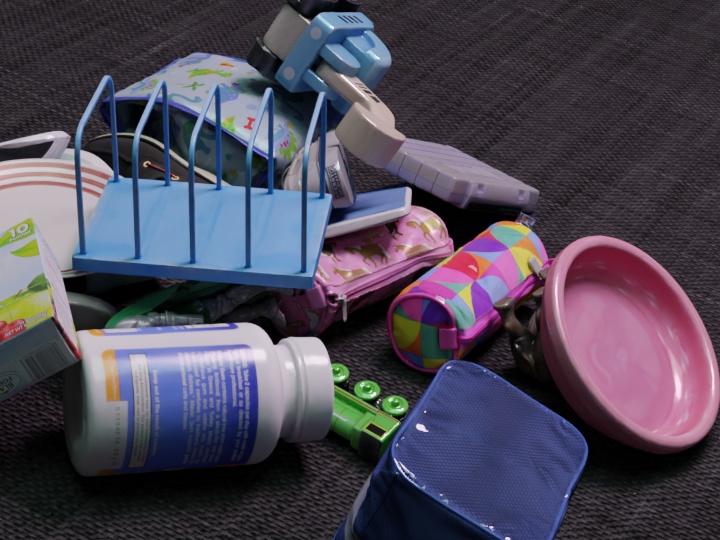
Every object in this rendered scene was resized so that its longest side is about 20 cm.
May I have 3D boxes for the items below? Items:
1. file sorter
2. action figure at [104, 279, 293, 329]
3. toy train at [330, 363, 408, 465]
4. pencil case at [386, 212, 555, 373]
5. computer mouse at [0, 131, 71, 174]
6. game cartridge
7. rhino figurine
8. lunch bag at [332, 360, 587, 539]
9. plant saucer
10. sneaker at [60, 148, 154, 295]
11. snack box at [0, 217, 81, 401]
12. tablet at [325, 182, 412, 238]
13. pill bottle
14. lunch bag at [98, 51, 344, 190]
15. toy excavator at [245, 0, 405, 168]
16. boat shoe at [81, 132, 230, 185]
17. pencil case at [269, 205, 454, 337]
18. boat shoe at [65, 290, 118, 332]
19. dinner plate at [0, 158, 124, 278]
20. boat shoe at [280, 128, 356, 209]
[{"bbox_3d":[-0.128,-0.078,1.430,0.198,0.124,0.139,5,32,4],"label":"file sorter"},{"bbox_3d":[-0.151,0.050,1.457,0.199,0.119,0.055,-20,53,-29],"label":"action figure"},{"bbox_3d":[0.010,0.126,1.425,0.199,0.042,0.056,26,44,25],"label":"toy train"},{"bbox_3d":[0.104,0.021,1.588,0.088,0.089,0.200,25,35,24],"label":"pencil case"},{"bbox_3d":[-0.359,-0.086,1.588,0.198,0.044,0.110,-14,1,-7],"label":"computer mouse"},{"bbox_3d":[0.091,-0.097,1.772,0.129,0.039,0.199,34,15,27],"label":"game cartridge"},{"bbox_3d":[0.198,0.037,1.595,0.059,0.088,0.199,-8,15,40],"label":"rhino figurine"},{"bbox_3d":[0.067,0.180,1.262,0.135,0.133,0.200,33,33,6],"label":"lunch bag"},{"bbox_3d":[0.226,0.069,1.502,0.199,0.051,0.202,23,50,-31],"label":"plant saucer"},{"bbox_3d":[-0.271,-0.046,1.588,0.118,0.074,0.200,-22,42,-38],"label":"sneaker"},{"bbox_3d":[-0.319,0.057,1.323,0.199,0.053,0.143,-28,36,0],"label":"snack box"},{"bbox_3d":[-0.014,-0.053,1.639,0.129,0.014,0.200,-13,8,4],"label":"tablet"},{"bbox_3d":[-0.126,0.098,1.352,0.198,0.113,0.112,-1,32,-20],"label":"pill bottle"},{"bbox_3d":[-0.138,-0.140,1.735,0.199,0.128,0.170,33,34,14],"label":"lunch bag"},{"bbox_3d":[-0.013,-0.184,1.658,0.200,0.100,0.194,41,21,12],"label":"toy excavator"},{"bbox_3d":[-0.198,-0.075,1.658,0.200,0.074,0.063,26,33,24],"label":"boat shoe"},{"bbox_3d":[0.000,0.000,1.590,0.199,0.083,0.087,-23,65,-45],"label":"pencil case"},{"bbox_3d":[-0.303,0.025,1.452,0.198,0.075,0.093,1,39,-16],"label":"boat shoe"},{"bbox_3d":[-0.275,-0.040,1.490,0.198,0.024,0.201,4,31,-2],"label":"dinner plate"},{"bbox_3d":[-0.042,-0.084,1.627,0.065,0.073,0.200,-16,13,3],"label":"boat shoe"}]
